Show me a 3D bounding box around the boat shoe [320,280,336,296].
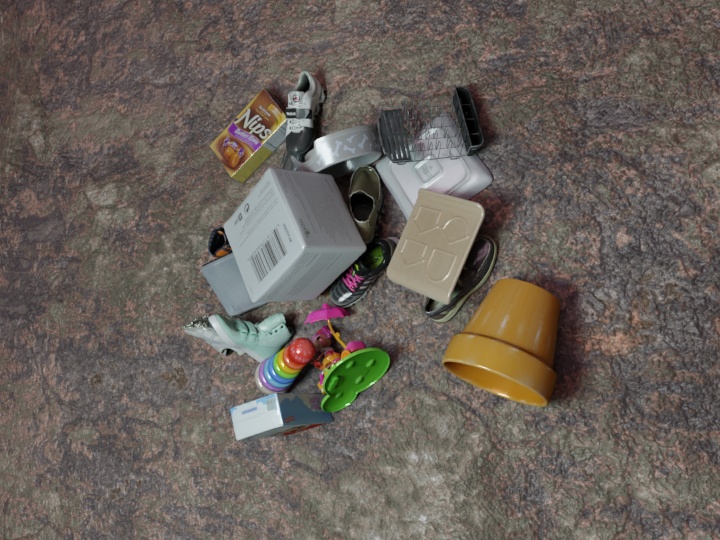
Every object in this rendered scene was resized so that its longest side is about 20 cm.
[{"bbox_3d":[-0.094,-0.042,1.533,0.065,0.072,0.201,-11,86,61],"label":"boat shoe"}]

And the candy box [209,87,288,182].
[{"bbox_3d":[-0.257,-0.324,1.664,0.200,0.056,0.117,-43,65,12],"label":"candy box"}]

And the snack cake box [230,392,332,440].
[{"bbox_3d":[-0.158,0.298,1.424,0.115,0.200,0.067,-23,72,21],"label":"snack cake box"}]

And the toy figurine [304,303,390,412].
[{"bbox_3d":[-0.055,0.165,1.460,0.184,0.150,0.200,58,132,36],"label":"toy figurine"}]

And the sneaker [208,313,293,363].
[{"bbox_3d":[-0.232,0.118,1.504,0.118,0.200,0.074,-45,46,5],"label":"sneaker"}]

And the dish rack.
[{"bbox_3d":[0.137,-0.291,1.409,0.199,0.055,0.154,-7,63,-7],"label":"dish rack"}]

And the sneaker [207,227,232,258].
[{"bbox_3d":[-0.264,-0.077,1.591,0.200,0.112,0.078,-33,69,17],"label":"sneaker"}]

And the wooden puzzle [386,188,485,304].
[{"bbox_3d":[0.152,-0.049,1.367,0.185,0.046,0.201,24,95,49],"label":"wooden puzzle"}]

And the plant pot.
[{"bbox_3d":[0.273,0.122,1.258,0.200,0.200,0.184,16,74,28],"label":"plant pot"}]

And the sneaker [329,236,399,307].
[{"bbox_3d":[0.000,0.000,1.459,0.200,0.087,0.074,-42,69,14],"label":"sneaker"}]

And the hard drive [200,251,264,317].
[{"bbox_3d":[-0.246,0.012,1.575,0.200,0.033,0.140,-23,107,21],"label":"hard drive"}]

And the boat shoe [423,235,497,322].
[{"bbox_3d":[0.197,0.017,1.372,0.072,0.066,0.201,40,100,26],"label":"boat shoe"}]

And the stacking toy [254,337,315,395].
[{"bbox_3d":[-0.153,0.196,1.452,0.200,0.085,0.086,-46,59,52],"label":"stacking toy"}]

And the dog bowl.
[{"bbox_3d":[-0.045,-0.243,1.472,0.200,0.200,0.059,-20,88,22],"label":"dog bowl"}]

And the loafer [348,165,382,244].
[{"bbox_3d":[0.011,-0.150,1.459,0.075,0.070,0.200,3,56,-3],"label":"loafer"}]

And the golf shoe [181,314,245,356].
[{"bbox_3d":[-0.341,0.157,1.613,0.200,0.078,0.098,1,110,41],"label":"golf shoe"}]

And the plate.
[{"bbox_3d":[0.146,-0.208,1.456,0.200,0.032,0.200,-36,67,16],"label":"plate"}]

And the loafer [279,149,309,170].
[{"bbox_3d":[-0.169,-0.190,1.584,0.063,0.072,0.201,8,71,28],"label":"loafer"}]

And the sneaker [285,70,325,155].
[{"bbox_3d":[-0.141,-0.359,1.569,0.074,0.089,0.201,2,69,24],"label":"sneaker"}]

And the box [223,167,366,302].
[{"bbox_3d":[-0.135,-0.068,1.398,0.199,0.171,0.200,-43,60,37],"label":"box"}]
